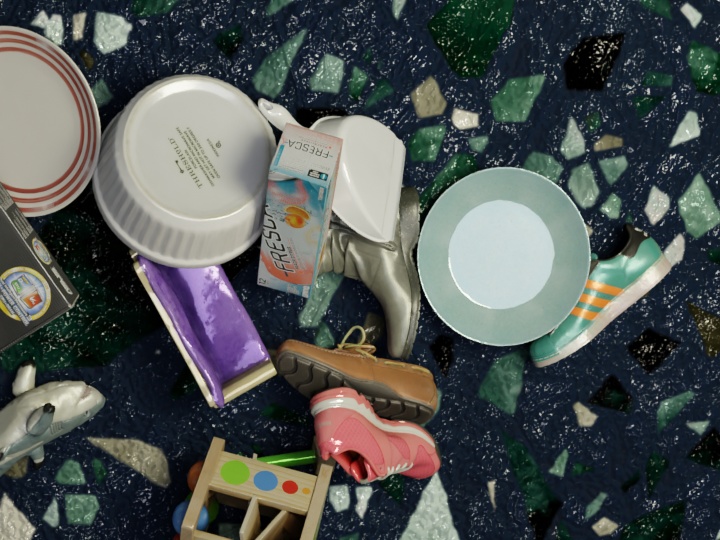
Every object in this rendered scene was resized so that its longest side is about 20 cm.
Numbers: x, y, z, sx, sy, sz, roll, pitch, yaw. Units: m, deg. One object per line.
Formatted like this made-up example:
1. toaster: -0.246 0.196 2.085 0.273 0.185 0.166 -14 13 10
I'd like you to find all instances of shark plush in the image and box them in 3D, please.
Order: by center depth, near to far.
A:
1. shark plush: -0.371 0.199 1.547 0.201 0.091 0.083 -54 135 -3

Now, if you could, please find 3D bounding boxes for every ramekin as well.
1. ramekin: -0.175 -0.111 1.468 0.199 0.094 0.205 5 71 -15

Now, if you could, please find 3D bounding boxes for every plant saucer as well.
1. plant saucer: 0.162 -0.017 1.611 0.198 0.039 0.204 0 95 -1

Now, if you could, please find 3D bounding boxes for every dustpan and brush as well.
1. dustpan and brush: -0.032 -0.130 1.507 0.057 0.141 0.200 -13 143 32

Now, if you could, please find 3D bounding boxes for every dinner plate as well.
1. dinner plate: -0.359 -0.156 1.473 0.197 0.024 0.203 4 109 13

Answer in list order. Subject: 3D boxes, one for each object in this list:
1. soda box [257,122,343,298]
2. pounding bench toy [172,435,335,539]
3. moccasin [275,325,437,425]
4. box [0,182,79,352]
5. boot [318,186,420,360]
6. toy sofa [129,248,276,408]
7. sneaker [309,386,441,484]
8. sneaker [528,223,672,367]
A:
1. soda box: -0.065 -0.058 1.459 0.063 0.201 0.069 15 54 3
2. pounding bench toy: -0.118 0.255 1.567 0.154 0.201 0.125 15 134 2
3. moccasin: -0.003 0.113 1.597 0.199 0.079 0.074 13 141 -17
4. box: -0.420 -0.008 1.488 0.159 0.044 0.201 -30 105 11
5. boot: 0.000 0.000 1.583 0.128 0.068 0.203 -1 89 -6
6. toy sofa: -0.172 0.044 1.538 0.082 0.098 0.202 -28 104 -4
7. sneaker: 0.015 0.209 1.584 0.073 0.088 0.199 -28 136 34
8. sneaker: 0.264 0.027 1.639 0.199 0.071 0.080 -40 94 -2
